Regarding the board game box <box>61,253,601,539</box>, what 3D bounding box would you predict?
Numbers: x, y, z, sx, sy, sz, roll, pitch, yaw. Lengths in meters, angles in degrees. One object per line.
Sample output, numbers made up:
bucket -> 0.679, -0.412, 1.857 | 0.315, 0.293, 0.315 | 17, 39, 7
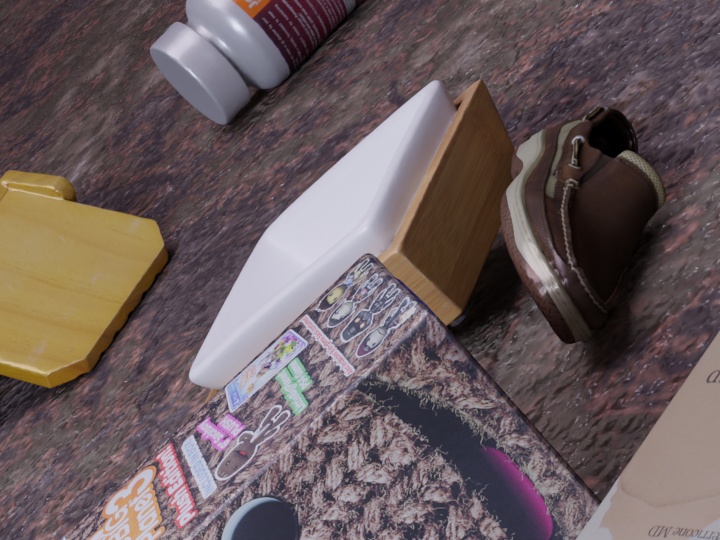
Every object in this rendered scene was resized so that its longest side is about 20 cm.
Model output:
board game box -> -0.007, 0.125, 0.899 | 0.200, 0.160, 0.097 | -43, 20, 0

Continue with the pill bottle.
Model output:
pill bottle -> -0.077, -0.225, 1.813 | 0.200, 0.110, 0.109 | -46, 20, -11

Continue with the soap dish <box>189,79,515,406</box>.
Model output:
soap dish -> 0.000, 0.000, 1.211 | 0.200, 0.081, 0.158 | -41, 16, 42

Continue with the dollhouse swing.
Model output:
dollhouse swing -> -0.257, 0.048, 1.709 | 0.182, 0.175, 0.200 | 96, -159, -51

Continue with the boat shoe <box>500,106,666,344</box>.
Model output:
boat shoe -> 0.120, -0.036, 1.117 | 0.075, 0.075, 0.203 | -30, 22, 16

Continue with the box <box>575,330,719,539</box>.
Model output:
box -> 0.177, 0.057, 0.806 | 0.200, 0.078, 0.095 | -52, 23, -24
